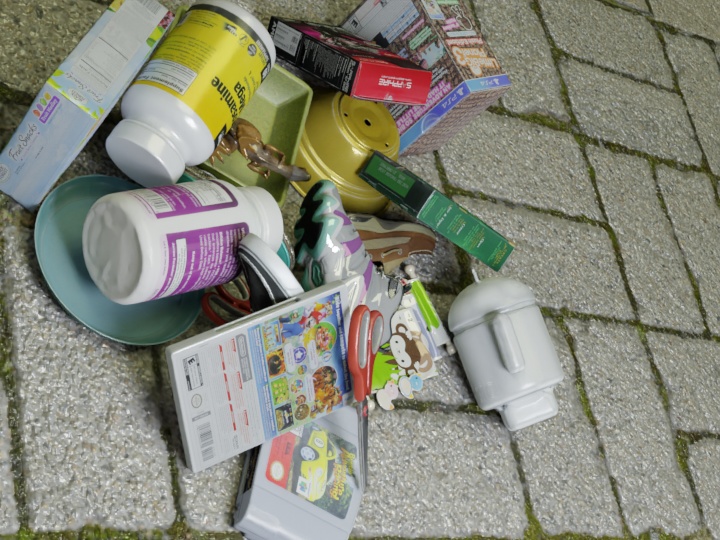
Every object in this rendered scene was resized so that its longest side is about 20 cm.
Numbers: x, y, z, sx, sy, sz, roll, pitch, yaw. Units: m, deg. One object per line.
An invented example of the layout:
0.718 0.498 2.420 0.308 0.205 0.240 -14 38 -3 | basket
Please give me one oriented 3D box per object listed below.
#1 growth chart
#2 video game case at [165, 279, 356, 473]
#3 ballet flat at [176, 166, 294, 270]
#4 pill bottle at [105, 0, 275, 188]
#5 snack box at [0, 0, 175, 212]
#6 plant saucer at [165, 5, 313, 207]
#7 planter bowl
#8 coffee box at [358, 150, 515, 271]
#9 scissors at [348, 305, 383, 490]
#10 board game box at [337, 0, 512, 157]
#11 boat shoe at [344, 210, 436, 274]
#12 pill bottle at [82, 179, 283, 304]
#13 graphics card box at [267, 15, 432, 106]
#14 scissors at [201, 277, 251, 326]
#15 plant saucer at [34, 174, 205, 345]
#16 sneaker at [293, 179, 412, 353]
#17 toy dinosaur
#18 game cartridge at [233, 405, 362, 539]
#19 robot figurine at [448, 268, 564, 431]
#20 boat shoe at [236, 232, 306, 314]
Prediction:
0.038 0.083 1.633 0.200 0.018 0.145 -26 81 -48 | growth chart
-0.094 0.106 1.373 0.199 0.144 0.018 -21 31 -25 | video game case
-0.153 -0.072 1.541 0.200 0.068 0.075 36 21 -15 | ballet flat
-0.184 -0.187 1.460 0.112 0.112 0.201 38 64 -15 | pill bottle
-0.289 -0.181 1.407 0.068 0.169 0.201 35 43 -13 | snack box
-0.165 -0.185 1.608 0.199 0.048 0.201 31 49 -23 | plant saucer
-0.012 -0.167 1.714 0.199 0.083 0.202 23 49 -29 | planter bowl
0.097 -0.073 1.692 0.123 0.044 0.200 38 5 42 | coffee box
-0.001 0.135 1.407 0.073 0.014 0.202 -7 104 -69 | scissors
0.078 -0.281 1.819 0.097 0.159 0.201 -17 74 -47 | board game box
0.016 -0.029 1.660 0.199 0.075 0.074 7 89 -49 | boat shoe
-0.178 -0.035 1.409 0.199 0.112 0.113 -12 71 -46 | pill bottle
-0.018 -0.266 1.724 0.125 0.051 0.200 0 23 -41 | graphics card box
-0.092 0.067 1.503 0.200 0.014 0.073 35 42 -27 | scissors
-0.254 -0.008 1.424 0.199 0.027 0.201 24 48 -29 | plant saucer
0.000 0.000 1.552 0.139 0.078 0.202 6 76 -32 | sneaker
-0.144 -0.159 1.551 0.200 0.060 0.106 48 18 -9 | toy dinosaur
-0.058 0.210 1.442 0.133 0.041 0.201 34 44 -25 | game cartridge
0.177 0.094 1.666 0.112 0.170 0.201 -20 81 -4 | robot figurine
-0.081 0.053 1.407 0.057 0.069 0.201 -38 121 -17 | boat shoe
